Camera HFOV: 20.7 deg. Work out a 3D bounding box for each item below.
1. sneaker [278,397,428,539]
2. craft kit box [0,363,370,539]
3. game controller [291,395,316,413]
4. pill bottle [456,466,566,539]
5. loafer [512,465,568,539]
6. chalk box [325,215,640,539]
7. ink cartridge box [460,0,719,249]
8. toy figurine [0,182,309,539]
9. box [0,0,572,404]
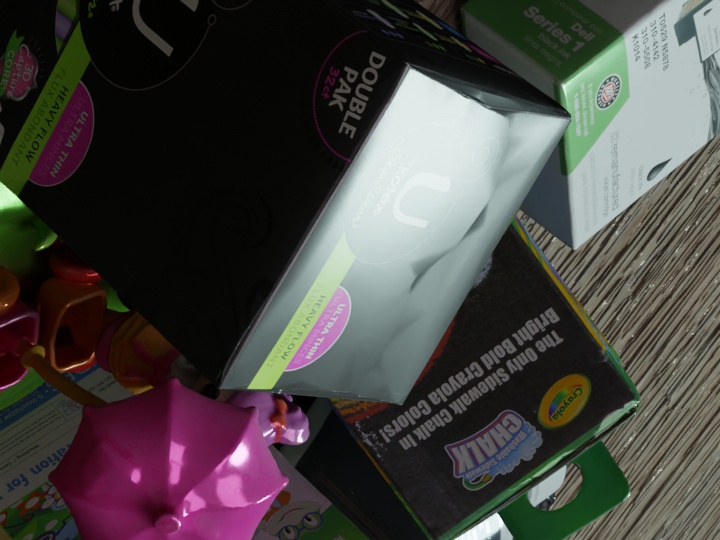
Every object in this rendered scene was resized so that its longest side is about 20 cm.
[{"bbox_3d":[0.024,0.100,1.087,0.200,0.106,0.075,-55,168,-22],"label":"sneaker"},{"bbox_3d":[-0.121,0.139,0.927,0.200,0.197,0.049,-33,143,-23],"label":"craft kit box"},{"bbox_3d":[0.000,0.000,1.077,0.200,0.042,0.104,-56,147,10],"label":"game controller"},{"bbox_3d":[0.022,0.142,1.176,0.200,0.120,0.120,-29,142,-28],"label":"pill bottle"},{"bbox_3d":[0.116,0.121,1.300,0.063,0.072,0.200,-7,134,-4],"label":"loafer"},{"bbox_3d":[0.052,0.044,0.974,0.125,0.200,0.124,-35,-171,6],"label":"chalk box"},{"bbox_3d":[0.159,-0.131,1.095,0.200,0.084,0.146,-38,146,-17],"label":"ink cartridge box"},{"bbox_3d":[-0.096,0.053,0.883,0.200,0.184,0.150,-18,136,-41],"label":"toy figurine"},{"bbox_3d":[-0.046,-0.061,0.811,0.124,0.200,0.149,9,116,-54],"label":"box"}]
